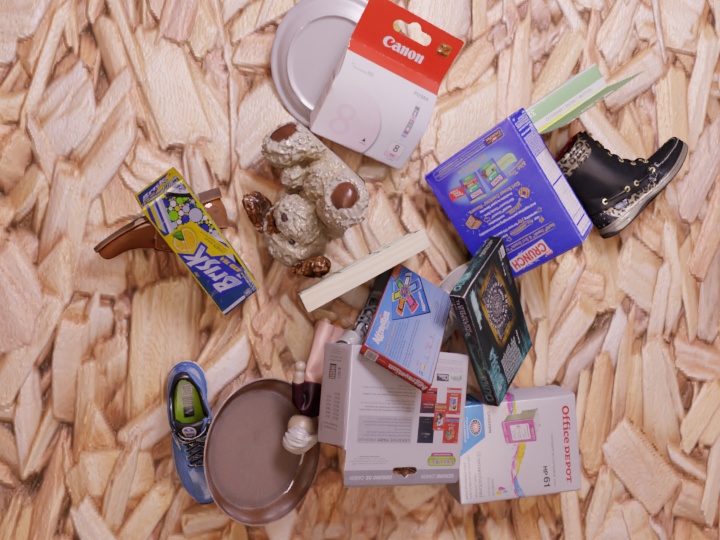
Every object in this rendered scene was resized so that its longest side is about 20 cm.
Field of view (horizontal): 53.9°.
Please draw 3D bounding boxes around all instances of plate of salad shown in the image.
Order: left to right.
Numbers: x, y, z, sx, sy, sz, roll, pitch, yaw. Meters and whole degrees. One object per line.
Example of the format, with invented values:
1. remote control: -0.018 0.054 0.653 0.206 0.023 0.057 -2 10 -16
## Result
1. plate of salad: -0.037 -0.305 1.050 0.194 0.048 0.206 4 114 8

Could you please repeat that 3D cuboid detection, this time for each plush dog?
1. plush dog: -0.076 -0.087 1.032 0.200 0.160 0.173 45 99 22

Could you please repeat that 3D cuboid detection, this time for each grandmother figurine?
1. grandmother figurine: -0.066 0.166 1.034 0.120 0.060 0.205 30 70 -42

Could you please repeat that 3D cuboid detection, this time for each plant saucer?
1. plant saucer: -0.142 0.257 1.017 0.196 0.032 0.207 3 86 -40

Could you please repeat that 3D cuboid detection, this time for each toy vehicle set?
1. toy vehicle set: 0.000 0.000 1.031 0.196 0.124 0.027 -29 93 -8

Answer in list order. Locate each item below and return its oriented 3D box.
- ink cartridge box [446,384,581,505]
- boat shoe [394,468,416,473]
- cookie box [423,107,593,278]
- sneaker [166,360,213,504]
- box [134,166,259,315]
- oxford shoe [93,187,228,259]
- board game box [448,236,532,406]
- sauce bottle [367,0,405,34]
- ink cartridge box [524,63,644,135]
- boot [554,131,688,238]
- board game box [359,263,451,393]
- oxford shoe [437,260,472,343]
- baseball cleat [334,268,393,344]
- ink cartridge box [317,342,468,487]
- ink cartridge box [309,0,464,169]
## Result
1. ink cartridge box: 0.230 0.263 1.083 0.194 0.085 0.149 -5 90 -10
2. boat shoe: 0.040 0.264 1.068 0.198 0.072 0.073 38 103 -10
3. cookie box: 0.216 -0.102 1.042 0.203 0.170 0.075 57 40 -3
4. sneaker: -0.243 0.235 1.009 0.076 0.089 0.206 -13 91 -7
5. box: -0.224 -0.038 0.984 0.069 0.064 0.202 -36 123 -8
6. oxford shoe: -0.283 -0.051 1.018 0.195 0.071 0.073 -22 98 -9
7. board game box: 0.192 0.074 1.021 0.136 0.028 0.204 -48 128 -38
8. sauce bottle: -0.017 -0.397 1.064 0.200 0.066 0.066 44 84 -3
9. ink cartridge box: 0.302 -0.249 1.040 0.144 0.200 0.049 -34 94 -8
10. boot: 0.409 -0.174 1.121 0.154 0.073 0.204 45 84 -3
11. board game box: 0.068 0.071 0.970 0.101 0.201 0.020 32 125 -4
12. oxford shoe: 0.131 0.065 1.085 0.200 0.058 0.075 -43 94 -8
13. baseball cleat: 0.016 0.083 1.037 0.105 0.069 0.206 21 74 -45
14. ink cartridge box: 0.045 0.197 0.973 0.195 0.083 0.181 9 82 -30
15. ink cartridge box: 0.037 -0.259 1.006 0.159 0.058 0.201 18 128 -23
